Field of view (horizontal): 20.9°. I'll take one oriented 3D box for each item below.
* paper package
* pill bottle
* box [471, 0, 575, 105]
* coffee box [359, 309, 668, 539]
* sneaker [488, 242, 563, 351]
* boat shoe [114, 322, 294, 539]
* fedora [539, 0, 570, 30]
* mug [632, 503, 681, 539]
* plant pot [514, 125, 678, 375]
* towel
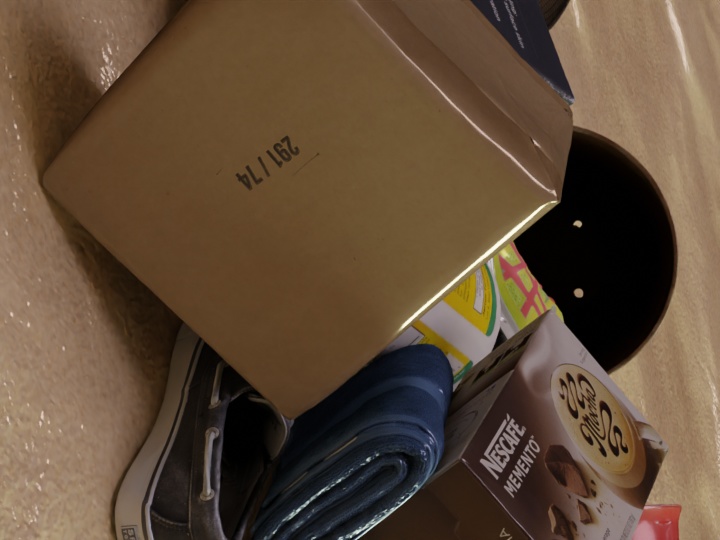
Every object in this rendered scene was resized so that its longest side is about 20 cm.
[{"bbox_3d":[-0.023,-0.061,0.967,0.191,0.200,0.104,44,30,-9],"label":"paper package"},{"bbox_3d":[0.000,0.000,1.167,0.200,0.112,0.114,37,45,-58],"label":"pill bottle"},{"bbox_3d":[0.007,-0.181,1.169,0.199,0.117,0.198,25,40,-46],"label":"box"},{"bbox_3d":[0.090,0.120,1.078,0.113,0.080,0.200,49,29,-3],"label":"coffee box"},{"bbox_3d":[0.090,0.022,1.295,0.090,0.078,0.202,11,55,-41],"label":"sneaker"},{"bbox_3d":[-0.066,0.078,1.022,0.201,0.067,0.072,-68,139,-54],"label":"boat shoe"},{"bbox_3d":[0.079,-0.255,1.471,0.090,0.201,0.177,-27,66,-35],"label":"fedora"},{"bbox_3d":[0.190,0.281,1.458,0.177,0.132,0.202,16,67,-63],"label":"mug"},{"bbox_3d":[0.143,-0.010,1.468,0.200,0.185,0.189,-1,79,-82],"label":"plant pot"},{"bbox_3d":[-0.001,0.095,1.056,0.049,0.111,0.200,51,11,-4],"label":"towel"}]
